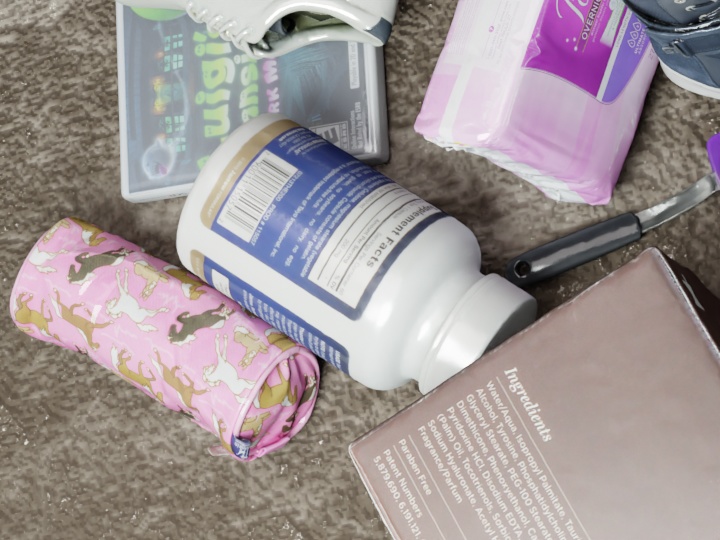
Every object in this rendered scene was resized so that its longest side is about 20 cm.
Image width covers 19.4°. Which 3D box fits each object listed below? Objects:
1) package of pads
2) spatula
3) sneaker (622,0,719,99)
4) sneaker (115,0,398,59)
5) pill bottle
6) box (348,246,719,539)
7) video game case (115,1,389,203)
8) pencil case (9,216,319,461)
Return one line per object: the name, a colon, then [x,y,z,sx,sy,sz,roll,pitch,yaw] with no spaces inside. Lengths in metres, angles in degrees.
package of pads: [0.117,-0.148,1.210,0.076,0.120,0.201,17,87,47]
spatula: [0.174,-0.034,1.221,0.200,0.021,0.057,-25,71,17]
sneaker: [0.230,-0.135,1.105,0.202,0.146,0.077,12,72,30]
sneaker: [-0.071,-0.169,1.297,0.199,0.073,0.071,1,72,22]
pill bottle: [0.000,0.000,1.234,0.200,0.111,0.111,32,93,19]
box: [0.135,0.120,1.128,0.200,0.166,0.165,-34,68,14]
video game case: [-0.073,-0.153,1.348,0.181,0.023,0.201,-8,77,21]
pencil case: [-0.123,0.042,1.298,0.200,0.083,0.087,30,81,24]
